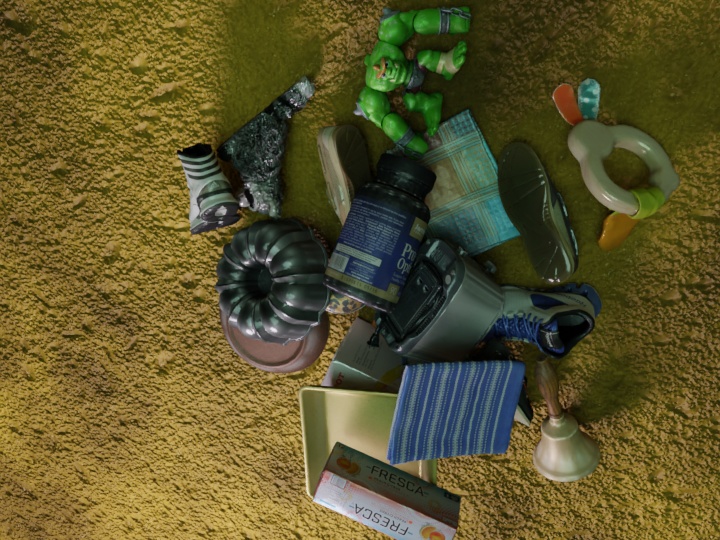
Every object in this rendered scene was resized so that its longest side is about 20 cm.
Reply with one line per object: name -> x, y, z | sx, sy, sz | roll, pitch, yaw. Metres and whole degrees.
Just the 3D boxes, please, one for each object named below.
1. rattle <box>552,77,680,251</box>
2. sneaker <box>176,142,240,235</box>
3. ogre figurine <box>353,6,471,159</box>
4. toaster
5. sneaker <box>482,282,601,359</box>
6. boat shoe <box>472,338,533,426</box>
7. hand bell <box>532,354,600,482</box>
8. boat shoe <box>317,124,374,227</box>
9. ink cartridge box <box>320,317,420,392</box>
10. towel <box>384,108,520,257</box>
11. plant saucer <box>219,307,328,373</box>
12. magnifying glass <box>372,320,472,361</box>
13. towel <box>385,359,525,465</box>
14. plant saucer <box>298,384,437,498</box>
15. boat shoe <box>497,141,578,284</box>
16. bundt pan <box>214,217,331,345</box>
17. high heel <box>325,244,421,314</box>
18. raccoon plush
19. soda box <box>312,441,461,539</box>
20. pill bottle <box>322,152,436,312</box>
rattle -> 0.320, -0.145, 0.917 | 0.200, 0.143, 0.130 | 44, 83, 11
sneaker -> -0.230, -0.126, 1.011 | 0.075, 0.200, 0.117 | -16, 87, -20
ogre figurine -> 0.064, -0.260, 0.904 | 0.118, 0.099, 0.201 | 14, 130, -10
toaster -> 0.114, 0.059, 0.975 | 0.128, 0.114, 0.201 | 23, 110, -35
sneaker -> 0.250, 0.073, 0.974 | 0.197, 0.115, 0.081 | -9, 108, 18
boat shoe -> 0.227, 0.175, 1.019 | 0.073, 0.063, 0.202 | 27, 162, 44
hand bell -> 0.290, 0.206, 1.003 | 0.103, 0.105, 0.202 | -11, 119, 18
boat shoe -> -0.015, -0.118, 1.000 | 0.064, 0.071, 0.202 | 12, 121, 49
ink cartridge box -> 0.038, 0.202, 1.063 | 0.198, 0.145, 0.148 | 26, 117, 3
towel -> 0.139, -0.113, 0.980 | 0.145, 0.022, 0.201 | -24, 104, 21
plant saucer -> -0.152, 0.093, 1.131 | 0.198, 0.037, 0.203 | 6, 113, 13
magnifying glass -> 0.107, 0.130, 1.064 | 0.199, 0.080, 0.023 | 33, 120, 11
towel -> 0.134, 0.192, 0.912 | 0.198, 0.024, 0.147 | 2, 107, -28
plant saucer -> 0.016, 0.251, 0.982 | 0.197, 0.049, 0.202 | 3, 113, 12
boat shoe -> 0.251, -0.081, 0.941 | 0.071, 0.066, 0.203 | -23, 85, 37
bundt pan -> -0.146, 0.016, 1.031 | 0.200, 0.075, 0.205 | -1, 88, 31
high heel -> 0.000, 0.000, 1.039 | 0.198, 0.071, 0.144 | 16, 110, 3
raccoon plush -> -0.117, -0.168, 0.991 | 0.199, 0.097, 0.134 | -32, 109, 23
soda box -> 0.038, 0.320, 0.941 | 0.198, 0.068, 0.064 | 24, 116, 3
pill bottle -> 0.031, -0.053, 0.935 | 0.111, 0.112, 0.202 | 22, 90, 5
